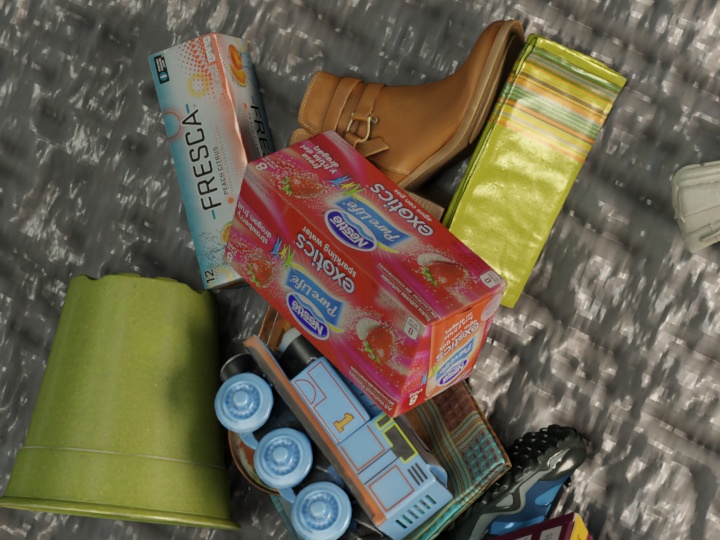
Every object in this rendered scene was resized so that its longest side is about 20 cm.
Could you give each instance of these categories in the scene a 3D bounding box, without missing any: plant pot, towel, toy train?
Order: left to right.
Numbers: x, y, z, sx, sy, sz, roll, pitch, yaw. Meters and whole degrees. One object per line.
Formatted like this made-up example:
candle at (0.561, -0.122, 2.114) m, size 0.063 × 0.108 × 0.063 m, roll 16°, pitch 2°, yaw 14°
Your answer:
plant pot at (-0.184, 0.105, 1.427) m, size 0.198 × 0.200 × 0.192 m, roll 2°, pitch 79°, yaw 24°
toy train at (-0.024, 0.127, 1.325) m, size 0.114 × 0.087 × 0.200 m, roll -37°, pitch 66°, yaw -1°
towel at (0.018, 0.162, 1.382) m, size 0.200 × 0.022 × 0.147 m, roll -46°, pitch 49°, yaw 19°
towel at (0.124, -0.073, 1.337) m, size 0.086 × 0.018 × 0.201 m, roll 21°, pitch 102°, yaw -19°

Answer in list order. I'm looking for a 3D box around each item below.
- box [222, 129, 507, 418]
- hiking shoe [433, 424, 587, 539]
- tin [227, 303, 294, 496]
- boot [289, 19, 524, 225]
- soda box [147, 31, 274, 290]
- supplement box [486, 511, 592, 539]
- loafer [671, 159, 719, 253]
box at (0.000, 0.000, 1.316) m, size 0.200 × 0.095 × 0.100 m, roll 42°, pitch 136°, yaw 25°
hiking shoe at (0.112, 0.204, 1.357) m, size 0.087 × 0.074 × 0.200 m, roll 40°, pitch 103°, yaw -11°
tin at (-0.033, 0.083, 1.402) m, size 0.111 × 0.042 × 0.201 m, roll 18°, pitch 84°, yaw 30°
boot at (0.031, -0.126, 1.374) m, size 0.154 × 0.074 × 0.201 m, roll 29°, pitch 100°, yaw 25°
soda box at (-0.110, -0.088, 1.439) m, size 0.068 × 0.063 × 0.202 m, roll -16°, pitch 84°, yaw 21°
supplement box at (0.143, 0.300, 1.267) m, size 0.103 × 0.131 × 0.201 m, roll -21°, pitch 105°, yaw 21°
loafer at (0.319, -0.054, 1.252) m, size 0.199 × 0.070 × 0.070 m, roll -8°, pitch 93°, yaw 31°
